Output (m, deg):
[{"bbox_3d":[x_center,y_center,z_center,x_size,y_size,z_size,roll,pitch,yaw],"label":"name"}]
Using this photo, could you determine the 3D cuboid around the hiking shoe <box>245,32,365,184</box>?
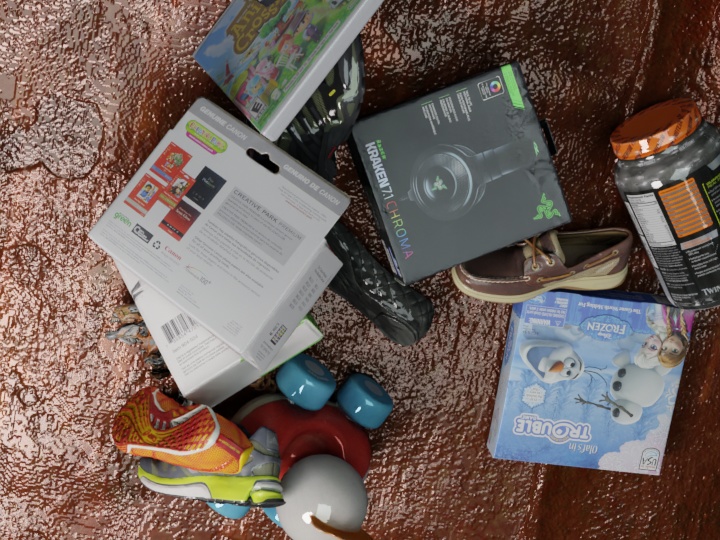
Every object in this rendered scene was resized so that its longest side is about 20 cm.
[{"bbox_3d":[-0.058,-0.154,1.367,0.099,0.076,0.202,11,114,-15],"label":"hiking shoe"}]

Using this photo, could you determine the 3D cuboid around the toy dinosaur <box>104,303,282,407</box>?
[{"bbox_3d":[-0.176,0.104,1.491,0.198,0.102,0.137,21,87,7],"label":"toy dinosaur"}]

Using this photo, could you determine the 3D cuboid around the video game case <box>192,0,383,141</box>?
[{"bbox_3d":[-0.066,-0.246,1.359,0.022,0.182,0.201,30,102,-42],"label":"video game case"}]

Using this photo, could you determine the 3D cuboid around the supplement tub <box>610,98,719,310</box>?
[{"bbox_3d":[0.345,-0.071,1.484,0.122,0.123,0.201,-27,107,1],"label":"supplement tub"}]

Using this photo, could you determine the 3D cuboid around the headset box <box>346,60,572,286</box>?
[{"bbox_3d":[0.103,-0.102,1.443,0.198,0.093,0.176,-20,97,-4],"label":"headset box"}]

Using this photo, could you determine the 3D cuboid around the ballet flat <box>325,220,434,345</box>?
[{"bbox_3d":[0.000,0.000,1.508,0.200,0.057,0.066,46,139,-15],"label":"ballet flat"}]

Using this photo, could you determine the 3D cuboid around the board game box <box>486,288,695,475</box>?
[{"bbox_3d":[0.255,0.120,1.568,0.197,0.043,0.201,6,106,-9],"label":"board game box"}]

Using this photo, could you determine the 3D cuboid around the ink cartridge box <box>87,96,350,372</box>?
[{"bbox_3d":[-0.123,-0.037,1.337,0.199,0.084,0.176,36,83,18],"label":"ink cartridge box"}]

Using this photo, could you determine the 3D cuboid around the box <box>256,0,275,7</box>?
[{"bbox_3d":[-0.116,-0.389,1.308,0.197,0.123,0.202,28,80,-17],"label":"box"}]

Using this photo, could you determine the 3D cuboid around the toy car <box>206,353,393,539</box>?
[{"bbox_3d":[-0.037,0.227,1.460,0.176,0.200,0.185,23,110,-42],"label":"toy car"}]

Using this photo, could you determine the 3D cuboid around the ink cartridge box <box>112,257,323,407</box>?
[{"bbox_3d":[-0.150,0.013,1.419,0.145,0.084,0.201,-31,71,3],"label":"ink cartridge box"}]

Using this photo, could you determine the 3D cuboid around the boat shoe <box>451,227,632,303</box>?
[{"bbox_3d":[0.195,-0.016,1.495,0.197,0.073,0.072,-3,139,-10],"label":"boat shoe"}]

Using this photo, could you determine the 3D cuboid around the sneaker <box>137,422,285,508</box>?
[{"bbox_3d":[-0.148,0.194,1.426,0.074,0.198,0.082,22,73,-48],"label":"sneaker"}]

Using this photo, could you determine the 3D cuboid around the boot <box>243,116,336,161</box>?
[{"bbox_3d":[-0.072,-0.188,1.424,0.089,0.073,0.203,-3,107,-12],"label":"boot"}]

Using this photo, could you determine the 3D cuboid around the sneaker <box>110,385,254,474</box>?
[{"bbox_3d":[-0.180,0.164,1.369,0.077,0.199,0.073,42,72,-33],"label":"sneaker"}]
